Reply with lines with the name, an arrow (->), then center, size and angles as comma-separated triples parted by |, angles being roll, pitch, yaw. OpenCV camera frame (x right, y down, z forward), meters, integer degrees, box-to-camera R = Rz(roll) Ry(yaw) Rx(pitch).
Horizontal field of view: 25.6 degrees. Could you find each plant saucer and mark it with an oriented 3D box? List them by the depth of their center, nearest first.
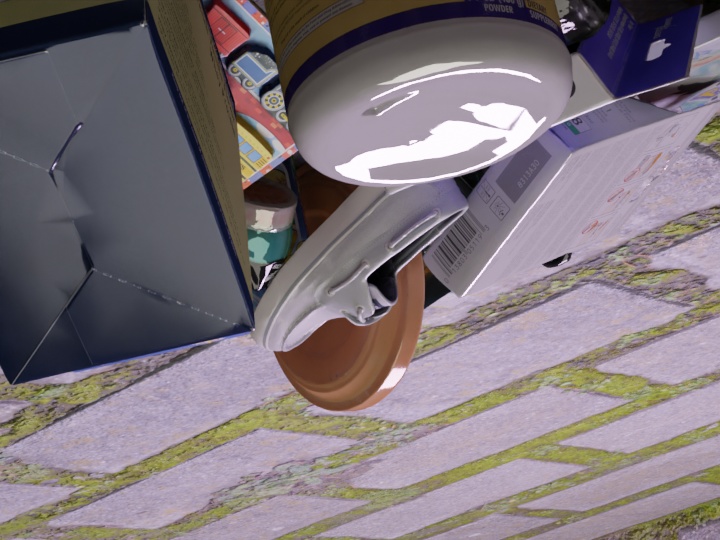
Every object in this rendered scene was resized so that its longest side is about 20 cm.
plant saucer -> -0.024, 0.010, 1.234 | 0.032, 0.200, 0.200 | -1, 157, -36

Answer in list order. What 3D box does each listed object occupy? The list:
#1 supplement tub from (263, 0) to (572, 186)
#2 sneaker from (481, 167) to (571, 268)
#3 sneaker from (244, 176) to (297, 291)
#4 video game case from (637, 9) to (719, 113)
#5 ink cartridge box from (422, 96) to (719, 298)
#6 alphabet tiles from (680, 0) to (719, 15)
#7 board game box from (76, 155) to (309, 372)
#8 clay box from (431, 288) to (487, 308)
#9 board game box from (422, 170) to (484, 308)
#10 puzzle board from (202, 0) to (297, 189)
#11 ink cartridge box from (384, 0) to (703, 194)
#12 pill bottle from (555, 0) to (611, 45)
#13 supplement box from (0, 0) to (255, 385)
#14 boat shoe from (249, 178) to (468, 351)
supplement tub -> 0.019, -0.159, 0.814 | 0.145, 0.200, 0.145 | -10, 160, -4
sneaker -> 0.122, -0.048, 1.328 | 0.077, 0.084, 0.200 | -28, 153, 35
sneaker -> -0.146, -0.039, 1.106 | 0.200, 0.080, 0.071 | 17, -157, 9
video game case -> 0.291, -0.166, 1.130 | 0.200, 0.022, 0.182 | -22, 169, 14
ink cartridge box -> 0.156, -0.067, 1.143 | 0.200, 0.050, 0.161 | -23, 156, -44
alphabet tiles -> 0.336, -0.221, 1.106 | 0.200, 0.008, 0.167 | -28, 154, 35
board game box -> -0.137, -0.010, 1.214 | 0.200, 0.135, 0.034 | -13, 166, 1
clay box -> 0.044, -0.013, 1.432 | 0.200, 0.048, 0.115 | 9, 151, -41
board game box -> 0.030, -0.035, 1.276 | 0.200, 0.135, 0.028 | -35, -167, 47
puzzle board -> -0.122, -0.116, 0.947 | 0.151, 0.017, 0.200 | -35, 125, 20
ink cartridge box -> 0.117, -0.129, 1.025 | 0.200, 0.043, 0.198 | -20, -165, 20
pill bottle -> 0.078, -0.174, 0.936 | 0.200, 0.112, 0.112 | -20, 158, 22
supplement box -> -0.147, -0.089, 0.821 | 0.134, 0.200, 0.200 | -12, 133, 3
boat shoe -> 0.000, 0.000, 1.114 | 0.200, 0.069, 0.072 | -46, 165, 22
